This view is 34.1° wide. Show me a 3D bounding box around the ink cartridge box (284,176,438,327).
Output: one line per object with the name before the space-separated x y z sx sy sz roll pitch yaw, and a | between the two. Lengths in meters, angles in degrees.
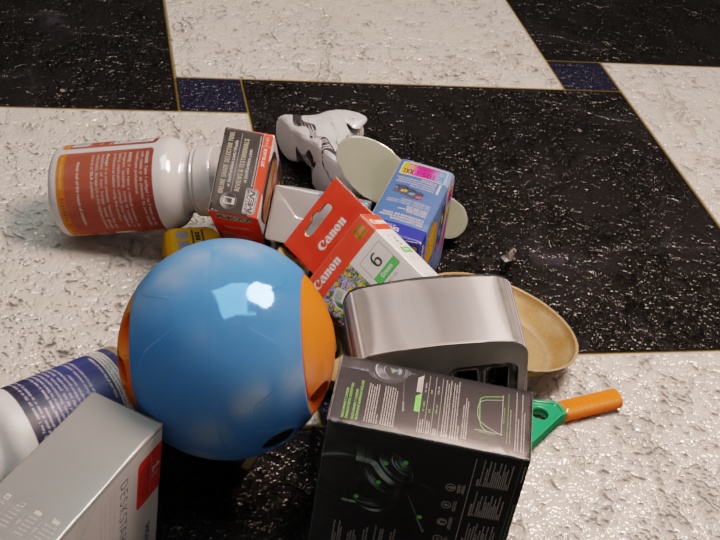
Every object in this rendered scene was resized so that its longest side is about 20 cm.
ink cartridge box | 0.000 0.000 1.303 0.200 0.109 0.050 45 19 16

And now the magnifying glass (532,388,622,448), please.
magnifying glass | 0.205 0.162 1.306 0.198 0.023 0.080 -11 41 -23

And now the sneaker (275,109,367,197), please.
sneaker | -0.027 -0.168 1.640 0.114 0.076 0.200 -17 40 -28

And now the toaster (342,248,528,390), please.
toaster | 0.077 0.097 1.196 0.179 0.201 0.119 -5 37 -4

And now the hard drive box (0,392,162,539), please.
hard drive box | -0.254 0.228 0.992 0.076 0.157 0.200 21 38 14

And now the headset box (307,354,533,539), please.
headset box | 0.047 0.187 1.103 0.198 0.175 0.093 10 37 2

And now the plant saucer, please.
plant saucer | 0.157 0.070 1.377 0.198 0.036 0.201 16 28 -8

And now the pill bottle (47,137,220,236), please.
pill bottle | -0.268 -0.103 1.428 0.198 0.113 0.113 -3 35 9

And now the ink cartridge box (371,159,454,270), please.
ink cartridge box | 0.048 -0.022 1.412 0.076 0.137 0.200 15 37 12

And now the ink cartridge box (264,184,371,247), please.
ink cartridge box | -0.048 -0.064 1.464 0.115 0.069 0.200 12 4 1

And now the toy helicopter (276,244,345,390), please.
toy helicopter | -0.052 0.050 1.338 0.131 0.079 0.201 13 42 -36

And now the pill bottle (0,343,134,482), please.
pill bottle | -0.297 0.153 1.119 0.199 0.112 0.111 -22 46 -36

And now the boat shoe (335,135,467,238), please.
boat shoe | 0.051 -0.107 1.554 0.200 0.070 0.072 34 0 -7

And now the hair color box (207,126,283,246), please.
hair color box | -0.133 -0.090 1.397 0.061 0.200 0.103 10 80 2

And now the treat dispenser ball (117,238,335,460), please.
treat dispenser ball | -0.122 0.072 1.079 0.199 0.202 0.202 6 36 -5

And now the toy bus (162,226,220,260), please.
toy bus | -0.178 0.032 1.346 0.077 0.066 0.201 -2 38 -15

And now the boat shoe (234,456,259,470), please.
boat shoe | -0.123 0.105 1.213 0.071 0.072 0.202 13 63 -15
